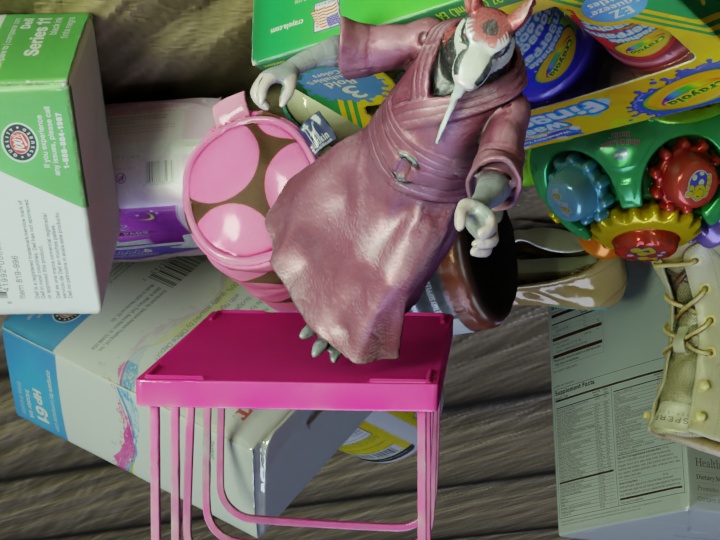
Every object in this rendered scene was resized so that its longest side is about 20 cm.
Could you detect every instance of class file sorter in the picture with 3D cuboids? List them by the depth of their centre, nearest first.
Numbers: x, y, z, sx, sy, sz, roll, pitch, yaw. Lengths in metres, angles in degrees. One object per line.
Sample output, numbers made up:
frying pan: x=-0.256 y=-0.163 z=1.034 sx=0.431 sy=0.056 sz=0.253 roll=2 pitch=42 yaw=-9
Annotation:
file sorter: x=-0.025 y=0.098 z=0.848 sx=0.137 sy=0.127 sz=0.200 roll=1 pitch=-172 yaw=5

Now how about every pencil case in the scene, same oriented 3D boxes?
pencil case: x=-0.036 y=-0.027 z=0.944 sx=0.090 sy=0.094 sz=0.200 roll=-27 pitch=162 yaw=3

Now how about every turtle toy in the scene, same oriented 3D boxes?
turtle toy: x=0.184 y=-0.060 z=0.951 sx=0.198 sy=0.102 sz=0.146 roll=-7 pitch=161 yaw=21

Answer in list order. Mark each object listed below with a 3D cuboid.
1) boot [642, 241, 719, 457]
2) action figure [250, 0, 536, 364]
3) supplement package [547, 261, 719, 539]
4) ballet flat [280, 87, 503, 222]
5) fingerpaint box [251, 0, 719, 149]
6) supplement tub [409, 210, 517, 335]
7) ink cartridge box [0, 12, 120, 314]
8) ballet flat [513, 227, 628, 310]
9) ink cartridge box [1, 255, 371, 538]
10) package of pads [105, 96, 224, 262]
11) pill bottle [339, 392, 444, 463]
boot: x=0.218 y=0.032 z=1.110 sx=0.199 sy=0.157 sz=0.072 roll=29 pitch=165 yaw=-31
action figure: x=0.035 y=-0.050 z=0.742 sx=0.148 sy=0.134 sz=0.201 roll=-22 pitch=155 yaw=-45
supplement package: x=0.267 y=0.109 z=1.315 sx=0.190 sy=0.202 sz=0.147 roll=12 pitch=158 yaw=-34
ballet flat: x=0.039 y=-0.079 z=0.967 sx=0.069 sy=0.070 sz=0.199 roll=-14 pitch=156 yaw=38
fingerpaint box: x=0.074 y=-0.123 z=0.803 sx=0.198 sy=0.074 sz=0.166 roll=-12 pitch=159 yaw=33
supplement tub: x=0.000 y=0.000 z=1.130 sx=0.198 sy=0.108 sz=0.107 roll=-10 pitch=160 yaw=27
ink cartridge box: x=-0.238 y=-0.056 z=0.894 sx=0.197 sy=0.083 sz=0.148 roll=0 pitch=126 yaw=2
ballet flat: x=0.096 y=-0.006 z=1.215 sx=0.197 sy=0.069 sz=0.063 roll=-3 pitch=134 yaw=1
ink cartridge box: x=-0.104 y=0.062 z=1.059 sx=0.198 sy=0.145 sz=0.085 roll=22 pitch=133 yaw=25
package of pads: x=-0.157 y=-0.052 z=1.019 sx=0.197 sy=0.077 sz=0.121 roll=-3 pitch=166 yaw=12
pill bottle: x=-0.017 y=0.089 z=1.391 sx=0.113 sy=0.116 sz=0.200 roll=-8 pitch=160 yaw=24
